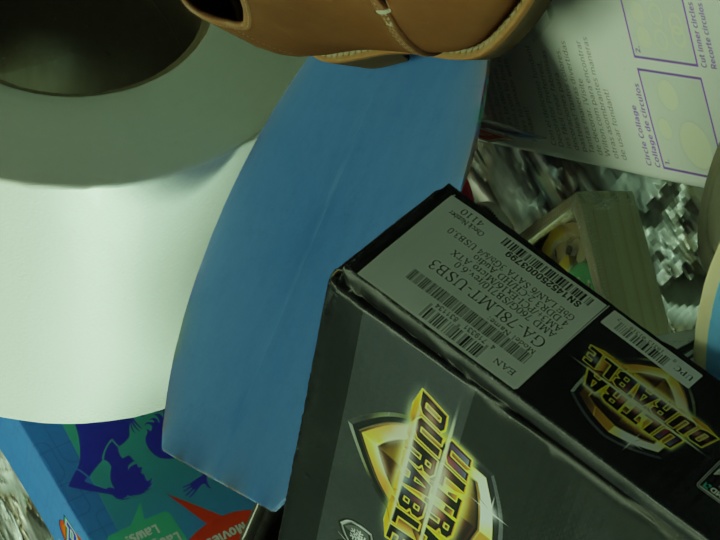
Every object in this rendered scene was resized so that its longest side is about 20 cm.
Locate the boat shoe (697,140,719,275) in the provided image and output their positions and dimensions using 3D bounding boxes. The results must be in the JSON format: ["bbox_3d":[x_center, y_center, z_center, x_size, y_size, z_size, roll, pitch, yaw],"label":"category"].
[{"bbox_3d":[0.149,-0.072,0.620,0.073,0.063,0.200,-95,28,-57],"label":"boat shoe"}]

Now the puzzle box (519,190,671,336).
[{"bbox_3d":[0.047,0.072,0.930,0.200,0.025,0.133,-40,58,51],"label":"puzzle box"}]

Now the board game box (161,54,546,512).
[{"bbox_3d":[0.000,0.000,0.845,0.158,0.039,0.200,-68,20,-3],"label":"board game box"}]

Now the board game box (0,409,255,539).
[{"bbox_3d":[-0.039,0.100,1.074,0.200,0.152,0.045,55,153,23],"label":"board game box"}]

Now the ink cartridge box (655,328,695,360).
[{"bbox_3d":[0.105,0.093,0.764,0.200,0.083,0.147,-15,99,41],"label":"ink cartridge box"}]

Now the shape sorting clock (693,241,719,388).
[{"bbox_3d":[0.173,0.035,0.602,0.200,0.039,0.200,12,129,15],"label":"shape sorting clock"}]

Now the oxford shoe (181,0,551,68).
[{"bbox_3d":[0.002,-0.094,0.763,0.200,0.071,0.071,162,109,-64],"label":"oxford shoe"}]

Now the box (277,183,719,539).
[{"bbox_3d":[0.067,0.105,0.680,0.198,0.050,0.200,39,145,20],"label":"box"}]

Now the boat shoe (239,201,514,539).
[{"bbox_3d":[0.001,0.065,0.924,0.067,0.057,0.200,53,134,43],"label":"boat shoe"}]

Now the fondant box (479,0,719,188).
[{"bbox_3d":[0.086,-0.101,0.754,0.200,0.058,0.144,17,126,59],"label":"fondant box"}]

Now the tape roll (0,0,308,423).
[{"bbox_3d":[-0.113,-0.060,1.029,0.203,0.203,0.139,52,153,31],"label":"tape roll"}]
